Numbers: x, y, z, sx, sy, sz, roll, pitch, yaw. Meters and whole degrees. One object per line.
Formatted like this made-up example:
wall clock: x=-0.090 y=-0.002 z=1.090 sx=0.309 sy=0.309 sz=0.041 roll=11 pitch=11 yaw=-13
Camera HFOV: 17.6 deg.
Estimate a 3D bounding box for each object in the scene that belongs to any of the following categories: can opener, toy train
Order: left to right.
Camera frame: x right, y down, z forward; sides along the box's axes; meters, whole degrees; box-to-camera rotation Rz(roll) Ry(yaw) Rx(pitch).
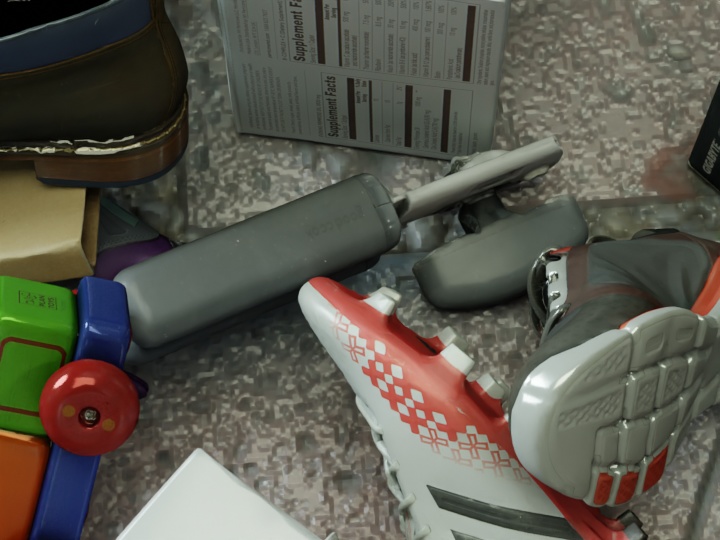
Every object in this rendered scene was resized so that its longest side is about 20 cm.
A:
toy train: x=-0.154 y=0.093 z=0.834 sx=0.115 sy=0.085 sz=0.201 roll=12 pitch=108 yaw=-12
can opener: x=0.000 y=0.000 z=0.909 sx=0.199 sy=0.053 sz=0.067 roll=-23 pitch=82 yaw=-21

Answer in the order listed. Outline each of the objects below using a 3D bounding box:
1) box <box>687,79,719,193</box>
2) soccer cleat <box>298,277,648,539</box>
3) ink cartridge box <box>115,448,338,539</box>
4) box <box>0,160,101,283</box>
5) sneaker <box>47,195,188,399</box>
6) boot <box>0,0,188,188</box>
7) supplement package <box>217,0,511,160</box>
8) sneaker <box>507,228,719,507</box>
box: x=0.204 y=-0.115 z=0.887 sx=0.046 sy=0.200 sz=0.159 roll=42 pitch=76 yaw=13
soccer cleat: x=0.039 y=0.087 z=0.868 sx=0.200 sy=0.069 sz=0.085 roll=45 pitch=94 yaw=-4
ink cartridge box: x=-0.061 y=0.137 z=0.796 sx=0.067 sy=0.200 sz=0.116 roll=37 pitch=74 yaw=15
box: x=-0.197 y=-0.053 z=0.928 sx=0.199 sy=0.021 sz=0.164 roll=-8 pitch=53 yaw=9
sneaker: x=-0.136 y=0.054 z=0.900 sx=0.087 sy=0.074 sz=0.200 roll=24 pitch=71 yaw=5
boot: x=-0.160 y=-0.080 z=0.842 sx=0.199 sy=0.097 sz=0.075 roll=-4 pitch=53 yaw=-10
supplement package: x=0.013 y=-0.168 z=0.934 sx=0.110 sy=0.156 sz=0.201 roll=8 pitch=70 yaw=3
sneaker: x=0.089 y=0.028 z=0.868 sx=0.082 sy=0.200 sz=0.077 roll=23 pitch=111 yaw=23
